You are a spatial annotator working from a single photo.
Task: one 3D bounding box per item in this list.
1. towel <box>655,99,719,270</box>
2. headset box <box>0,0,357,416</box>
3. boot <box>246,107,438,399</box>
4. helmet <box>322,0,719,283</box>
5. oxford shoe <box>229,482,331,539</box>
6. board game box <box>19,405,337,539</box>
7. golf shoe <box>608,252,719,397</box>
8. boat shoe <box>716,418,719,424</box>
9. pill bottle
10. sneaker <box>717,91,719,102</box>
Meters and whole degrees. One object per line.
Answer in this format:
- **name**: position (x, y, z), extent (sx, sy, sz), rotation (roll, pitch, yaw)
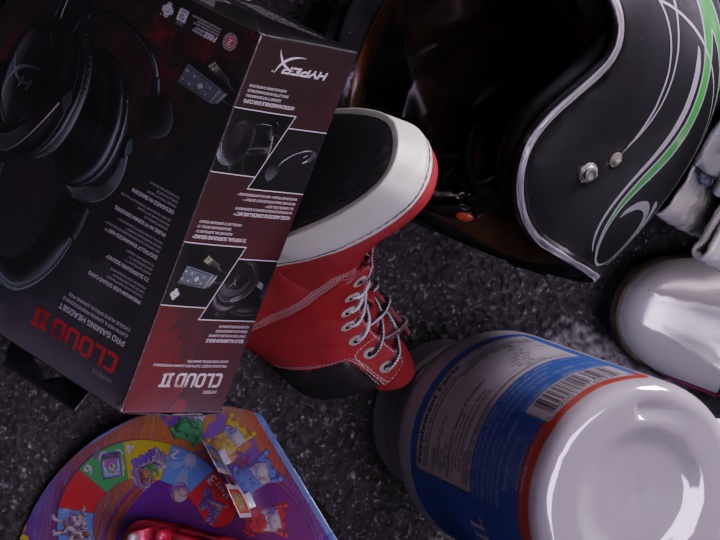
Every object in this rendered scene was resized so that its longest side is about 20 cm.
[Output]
- **towel**: position (0.262, -0.068, 1.397), extent (0.200, 0.035, 0.193), rotation (23, 109, -39)
- **headset box**: position (-0.109, -0.037, 1.235), extent (0.077, 0.149, 0.201), rotation (6, 110, -54)
- **boot**: position (0.000, 0.000, 1.300), extent (0.144, 0.200, 0.073), rotation (33, 55, -27)
- **helmet**: position (0.083, -0.108, 1.318), extent (0.200, 0.200, 0.191), rotation (25, 85, -27)
- **oxford shoe**: position (-0.064, 0.202, 1.366), extent (0.084, 0.073, 0.201), rotation (19, 97, -44)
- **board game box**: position (-0.083, 0.166, 1.299), extent (0.158, 0.039, 0.200), rotation (-33, 80, 9)
- **golf shoe**: position (0.228, 0.042, 1.470), extent (0.199, 0.092, 0.073), rotation (18, 91, -26)
- **boat shoe**: position (0.232, 0.120, 1.446), extent (0.199, 0.068, 0.074), rotation (0, 70, -20)
- **pill bottle**: position (0.086, 0.091, 1.346), extent (0.112, 0.200, 0.113), rotation (-4, 100, -25)
- **sneaker**: position (0.249, -0.098, 1.472), extent (0.105, 0.076, 0.200), rotation (-37, 125, -27)
